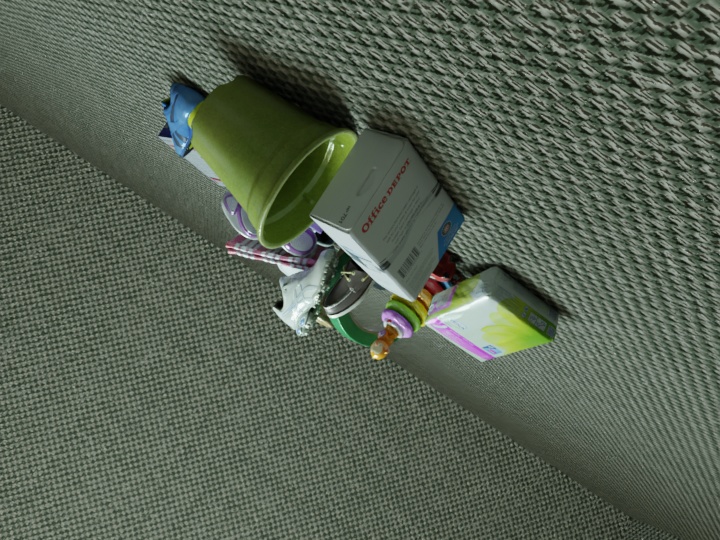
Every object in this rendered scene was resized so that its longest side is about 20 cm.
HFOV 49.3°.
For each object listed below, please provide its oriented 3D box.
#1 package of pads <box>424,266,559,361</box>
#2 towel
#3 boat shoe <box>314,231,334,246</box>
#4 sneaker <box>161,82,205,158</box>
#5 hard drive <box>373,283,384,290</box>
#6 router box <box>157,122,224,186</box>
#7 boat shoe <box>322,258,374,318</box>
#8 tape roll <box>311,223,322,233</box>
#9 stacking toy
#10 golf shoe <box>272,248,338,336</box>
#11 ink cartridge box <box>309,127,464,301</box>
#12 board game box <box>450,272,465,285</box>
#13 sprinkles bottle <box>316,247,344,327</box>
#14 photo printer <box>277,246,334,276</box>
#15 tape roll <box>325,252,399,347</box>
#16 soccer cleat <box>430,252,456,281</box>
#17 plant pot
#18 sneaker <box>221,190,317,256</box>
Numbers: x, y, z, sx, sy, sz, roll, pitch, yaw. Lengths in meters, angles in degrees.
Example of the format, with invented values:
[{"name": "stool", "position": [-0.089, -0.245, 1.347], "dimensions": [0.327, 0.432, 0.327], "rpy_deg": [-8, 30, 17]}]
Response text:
[{"name": "package of pads", "position": [0.219, 0.078, 1.345], "dimensions": [0.154, 0.069, 0.199], "rpy_deg": [34, 149, -17]}, {"name": "towel", "position": [-0.154, -0.043, 1.541], "dimensions": [0.197, 0.030, 0.147], "rpy_deg": [12, -164, 1]}, {"name": "boat shoe", "position": [-0.112, -0.105, 1.652], "dimensions": [0.071, 0.071, 0.200], "rpy_deg": [20, 170, 33]}, {"name": "sneaker", "position": [-0.320, -0.273, 1.417], "dimensions": [0.078, 0.066, 0.200], "rpy_deg": [40, 157, -2]}, {"name": "hard drive", "position": [0.028, -0.004, 1.787], "dimensions": [0.139, 0.033, 0.200], "rpy_deg": [35, 170, -12]}, {"name": "router box", "position": [-0.308, -0.239, 1.637], "dimensions": [0.179, 0.049, 0.199], "rpy_deg": [40, 168, -35]}, {"name": "boat shoe", "position": [0.000, 0.000, 1.424], "dimensions": [0.060, 0.200, 0.072], "rpy_deg": [45, -178, -40]}, {"name": "tape roll", "position": [-0.140, -0.146, 1.426], "dimensions": [0.198, 0.066, 0.200], "rpy_deg": [32, -179, -1]}, {"name": "stacking toy", "position": [0.080, 0.083, 1.451], "dimensions": [0.115, 0.201, 0.110], "rpy_deg": [19, 150, 44]}, {"name": "golf shoe", "position": [-0.107, 0.030, 1.456], "dimensions": [0.096, 0.202, 0.078], "rpy_deg": [30, -146, 5]}, {"name": "ink cartridge box", "position": [0.042, -0.073, 1.074], "dimensions": [0.085, 0.148, 0.200], "rpy_deg": [25, 168, 41]}, {"name": "board game box", "position": [0.190, 0.042, 1.554], "dimensions": [0.102, 0.020, 0.200], "rpy_deg": [26, 168, 36]}, {"name": "sprinkles bottle", "position": [-0.038, 0.012, 1.572], "dimensions": [0.068, 0.202, 0.068], "rpy_deg": [29, 171, 5]}, {"name": "photo printer", "position": [-0.129, -0.041, 1.771], "dimensions": [0.200, 0.069, 0.168], "rpy_deg": [41, -152, -44]}, {"name": "tape roll", "position": [0.029, 0.045, 1.531], "dimensions": [0.200, 0.202, 0.048], "rpy_deg": [37, 169, -27]}, {"name": "soccer cleat", "position": [0.078, -0.041, 1.363], "dimensions": [0.198, 0.069, 0.085], "rpy_deg": [30, 167, -16]}, {"name": "plant pot", "position": [-0.134, -0.168, 1.108], "dimensions": [0.184, 0.201, 0.201], "rpy_deg": [41, 172, 14]}, {"name": "sneaker", "position": [-0.180, -0.088, 1.477], "dimensions": [0.199, 0.076, 0.099], "rpy_deg": [31, -179, -26]}]
